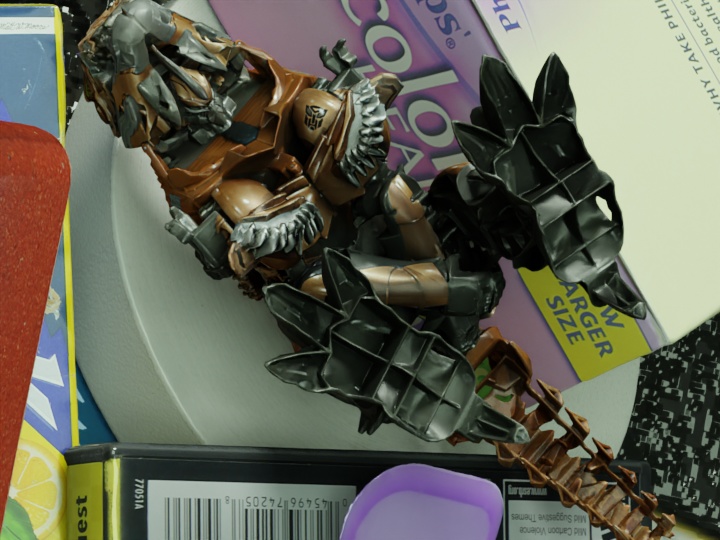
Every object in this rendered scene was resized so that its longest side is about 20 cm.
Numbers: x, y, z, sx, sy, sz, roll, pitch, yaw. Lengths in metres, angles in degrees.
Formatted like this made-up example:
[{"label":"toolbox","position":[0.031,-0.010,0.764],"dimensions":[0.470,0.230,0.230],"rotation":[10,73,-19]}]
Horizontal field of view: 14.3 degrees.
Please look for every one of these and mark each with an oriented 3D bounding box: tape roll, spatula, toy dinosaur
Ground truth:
[{"label":"tape roll","position":[0.000,0.000,0.868],"dimensions":[0.202,0.037,0.203],"rotation":[15,64,-34]},{"label":"spatula","position":[0.004,0.151,0.755],"dimensions":[0.056,0.021,0.201],"rotation":[18,73,-42]},{"label":"toy dinosaur","position":[0.012,-0.003,0.766],"dimensions":[0.200,0.136,0.102],"rotation":[24,81,-14]}]

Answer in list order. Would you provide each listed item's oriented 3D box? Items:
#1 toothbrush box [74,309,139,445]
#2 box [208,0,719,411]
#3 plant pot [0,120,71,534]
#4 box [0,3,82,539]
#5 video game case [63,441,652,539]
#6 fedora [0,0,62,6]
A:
[{"label":"toothbrush box","position":[-0.164,0.082,0.833],"dimensions":[0.200,0.085,0.147],"rotation":[-28,91,-16]},{"label":"box","position":[0.075,-0.077,0.869],"dimensions":[0.200,0.097,0.176],"rotation":[-32,92,-43]},{"label":"plant pot","position":[-0.206,0.040,0.663],"dimensions":[0.199,0.176,0.201],"rotation":[10,88,15]},{"label":"box","position":[-0.114,0.031,0.775],"dimensions":[0.070,0.064,0.201],"rotation":[-2,86,-15]},{"label":"video game case","position":[0.006,0.141,0.790],"dimensions":[0.200,0.025,0.181],"rotation":[5,81,-40]},{"label":"fedora","position":[-0.176,-0.123,0.837],"dimensions":[0.200,0.201,0.092],"rotation":[-18,55,-15]}]
